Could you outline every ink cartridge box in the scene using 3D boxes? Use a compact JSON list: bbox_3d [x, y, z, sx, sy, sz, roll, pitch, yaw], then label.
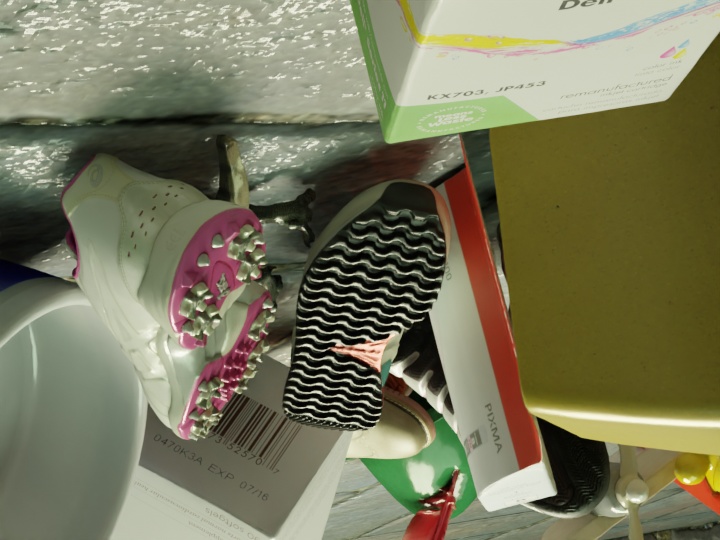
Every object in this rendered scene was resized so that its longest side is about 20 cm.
[{"bbox_3d":[0.067,-0.112,0.557,0.117,0.068,0.200,-10,165,-9],"label":"ink cartridge box"},{"bbox_3d":[0.059,0.033,0.907,0.057,0.163,0.200,-16,164,8],"label":"ink cartridge box"}]

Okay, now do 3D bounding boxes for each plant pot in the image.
[{"bbox_3d":[0.165,-0.005,0.805,0.176,0.201,0.200,-11,166,17],"label":"plant pot"}]

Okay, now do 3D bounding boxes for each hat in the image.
[{"bbox_3d":[0.081,0.178,1.327,0.199,0.177,0.166,-28,-177,21],"label":"hat"}]

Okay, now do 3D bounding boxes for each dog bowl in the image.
[{"bbox_3d":[-0.190,0.094,0.846,0.079,0.201,0.200,18,177,22],"label":"dog bowl"}]

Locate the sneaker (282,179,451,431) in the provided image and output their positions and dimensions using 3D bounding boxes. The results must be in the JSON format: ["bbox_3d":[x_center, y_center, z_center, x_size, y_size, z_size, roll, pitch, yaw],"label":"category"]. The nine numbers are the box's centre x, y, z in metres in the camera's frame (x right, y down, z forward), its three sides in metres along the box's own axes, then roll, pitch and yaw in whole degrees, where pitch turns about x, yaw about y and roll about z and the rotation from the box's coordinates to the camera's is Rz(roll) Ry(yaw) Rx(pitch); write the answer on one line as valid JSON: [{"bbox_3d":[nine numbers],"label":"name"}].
[{"bbox_3d":[0.000,0.000,0.925,0.070,0.094,0.200,10,141,-6],"label":"sneaker"}]

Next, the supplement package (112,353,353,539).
[{"bbox_3d":[-0.090,0.155,1.087,0.117,0.117,0.200,26,138,10],"label":"supplement package"}]

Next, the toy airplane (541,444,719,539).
[{"bbox_3d":[0.216,0.098,1.074,0.198,0.142,0.200,-11,-149,22],"label":"toy airplane"}]

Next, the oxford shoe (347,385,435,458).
[{"bbox_3d":[-0.047,0.114,1.169,0.199,0.074,0.071,0,133,26],"label":"oxford shoe"}]

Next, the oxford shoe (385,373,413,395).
[{"bbox_3d":[0.008,0.070,1.232,0.073,0.071,0.200,-32,175,-25],"label":"oxford shoe"}]

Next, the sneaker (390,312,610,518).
[{"bbox_3d":[0.088,0.080,1.074,0.076,0.200,0.115,-47,153,3],"label":"sneaker"}]

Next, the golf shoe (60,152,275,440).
[{"bbox_3d":[-0.092,0.012,0.821,0.075,0.091,0.200,-51,164,-26],"label":"golf shoe"}]

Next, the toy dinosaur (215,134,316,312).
[{"bbox_3d":[-0.072,-0.012,0.870,0.088,0.048,0.200,4,156,-29],"label":"toy dinosaur"}]

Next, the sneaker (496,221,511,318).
[{"bbox_3d":[0.109,-0.001,0.993,0.104,0.076,0.200,-7,159,-26],"label":"sneaker"}]
